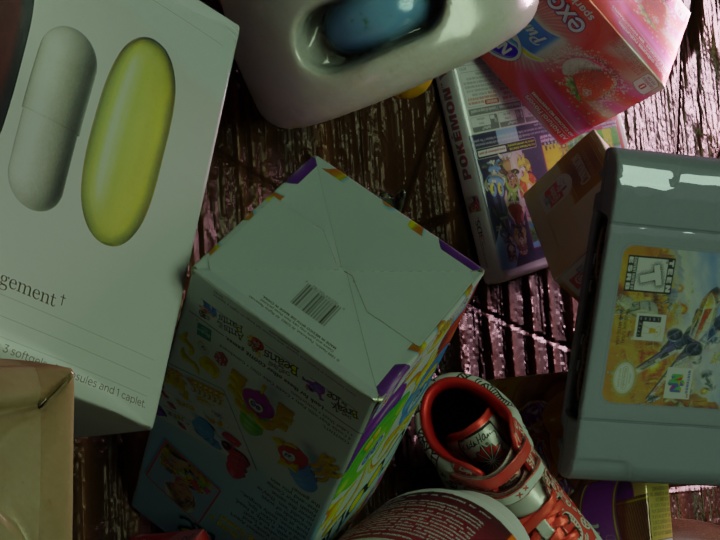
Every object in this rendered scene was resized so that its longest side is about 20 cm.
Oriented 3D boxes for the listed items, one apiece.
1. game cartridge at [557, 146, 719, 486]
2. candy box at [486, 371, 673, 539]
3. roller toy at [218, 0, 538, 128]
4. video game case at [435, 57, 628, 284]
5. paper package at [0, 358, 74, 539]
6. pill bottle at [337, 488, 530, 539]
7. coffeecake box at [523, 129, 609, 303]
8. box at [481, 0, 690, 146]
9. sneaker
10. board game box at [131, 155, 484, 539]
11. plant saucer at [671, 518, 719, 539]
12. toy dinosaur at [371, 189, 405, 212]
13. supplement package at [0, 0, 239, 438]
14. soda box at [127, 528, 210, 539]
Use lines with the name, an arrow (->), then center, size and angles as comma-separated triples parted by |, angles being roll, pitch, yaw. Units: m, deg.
game cartridge -> 0.196, 0.032, 0.864 | 0.131, 0.042, 0.203 | 5, 101, -8
candy box -> 0.143, 0.169, 0.941 | 0.056, 0.115, 0.203 | 15, 70, -62
roller toy -> 0.005, -0.166, 0.833 | 0.182, 0.199, 0.141 | -31, 105, -33
video game case -> 0.136, -0.098, 1.065 | 0.199, 0.023, 0.185 | -16, 92, -47
paper package -> -0.205, 0.132, 0.541 | 0.103, 0.199, 0.193 | 10, 74, -44
pill bottle -> 0.029, 0.178, 0.742 | 0.200, 0.112, 0.114 | -17, 94, -70
coffeecake box -> 0.209, 0.017, 0.967 | 0.200, 0.073, 0.154 | 42, 16, -17
box -> 0.122, -0.201, 0.989 | 0.200, 0.102, 0.095 | 45, 46, -18
sneaker -> 0.099, 0.150, 0.862 | 0.202, 0.067, 0.108 | 55, -2, 25
board game box -> -0.032, 0.063, 0.718 | 0.104, 0.201, 0.103 | 34, 48, 11
plant saucer -> 0.224, 0.266, 0.973 | 0.035, 0.197, 0.203 | 86, 13, -68
toy dinosaur -> 0.000, 0.000, 0.889 | 0.199, 0.047, 0.089 | -31, 118, -45
supplement package -> -0.183, -0.048, 0.639 | 0.190, 0.146, 0.203 | 26, 64, -39
soda box -> -0.136, 0.214, 0.685 | 0.200, 0.070, 0.064 | -47, 113, -40
